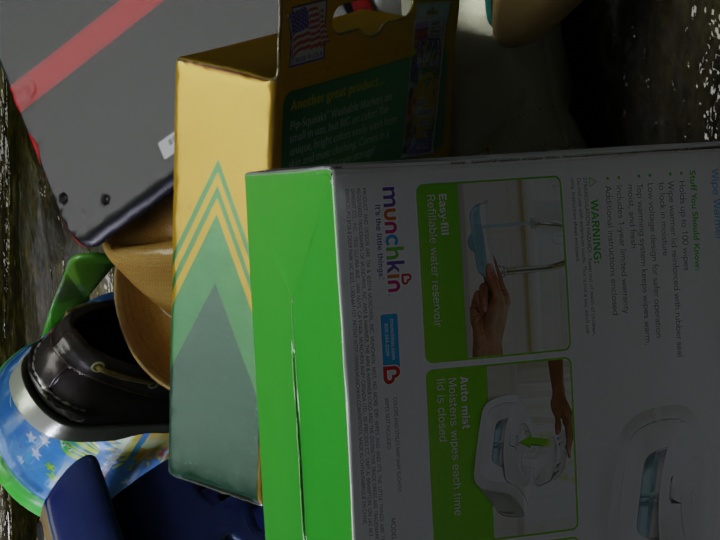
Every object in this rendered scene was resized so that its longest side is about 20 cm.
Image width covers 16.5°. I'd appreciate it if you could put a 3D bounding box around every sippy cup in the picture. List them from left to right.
[{"bbox_3d":[-0.165,0.082,1.615,0.178,0.139,0.130,50,142,5],"label":"sippy cup"}]

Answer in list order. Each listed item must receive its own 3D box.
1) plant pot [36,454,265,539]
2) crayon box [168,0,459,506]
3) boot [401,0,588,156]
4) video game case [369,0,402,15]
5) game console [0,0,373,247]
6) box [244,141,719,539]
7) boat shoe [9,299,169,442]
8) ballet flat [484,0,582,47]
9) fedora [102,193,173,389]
[{"bbox_3d":[-0.075,0.210,1.304,0.201,0.179,0.201,-114,28,-42],"label":"plant pot"},{"bbox_3d":[-0.017,-0.024,0.978,0.051,0.125,0.201,15,111,32],"label":"crayon box"},{"bbox_3d":[0.040,-0.060,1.078,0.200,0.072,0.156,152,111,-63],"label":"boot"},{"bbox_3d":[-0.011,-0.194,1.140,0.200,0.022,0.183,68,-178,-54],"label":"video game case"},{"bbox_3d":[-0.094,-0.132,1.166,0.200,0.031,0.178,-33,74,31],"label":"game console"},{"bbox_3d":[0.060,0.057,0.895,0.097,0.175,0.201,-176,81,-67],"label":"box"},{"bbox_3d":[-0.090,0.047,1.317,0.061,0.200,0.072,-51,61,35],"label":"boat shoe"},{"bbox_3d":[0.093,-0.162,0.917,0.063,0.069,0.201,25,127,20],"label":"ballet flat"},{"bbox_3d":[-0.061,-0.034,1.201,0.200,0.082,0.202,-16,62,33],"label":"fedora"}]
